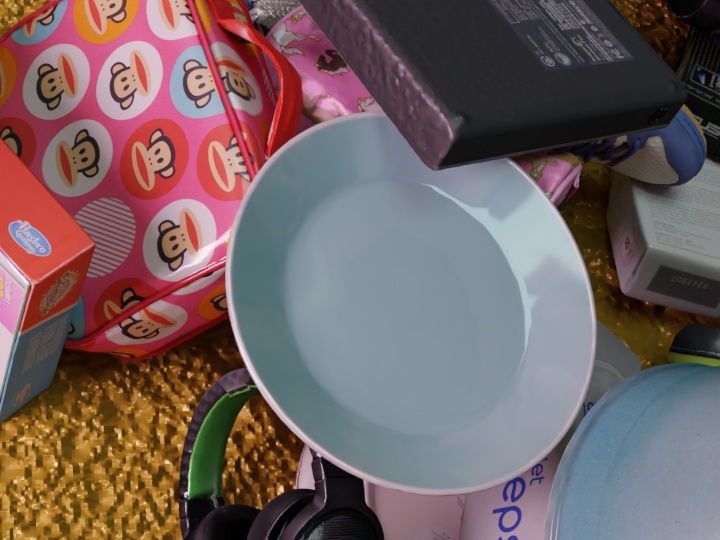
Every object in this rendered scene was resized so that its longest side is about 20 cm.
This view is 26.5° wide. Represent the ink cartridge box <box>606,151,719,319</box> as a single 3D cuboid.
[{"bbox_3d":[0.243,-0.046,1.033,0.160,0.057,0.201,14,37,-12],"label":"ink cartridge box"}]

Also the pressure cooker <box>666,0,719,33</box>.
[{"bbox_3d":[0.315,-0.232,1.010,0.197,0.180,0.177,7,37,-7],"label":"pressure cooker"}]

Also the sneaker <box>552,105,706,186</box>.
[{"bbox_3d":[0.120,-0.091,0.939,0.198,0.075,0.089,27,56,-10],"label":"sneaker"}]

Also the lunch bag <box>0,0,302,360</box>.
[{"bbox_3d":[-0.108,-0.069,0.822,0.082,0.175,0.202,21,46,-59],"label":"lunch bag"}]

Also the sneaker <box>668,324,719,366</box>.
[{"bbox_3d":[0.268,0.095,0.947,0.198,0.072,0.084,17,85,-12],"label":"sneaker"}]

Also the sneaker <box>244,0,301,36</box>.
[{"bbox_3d":[-0.077,-0.168,0.964,0.085,0.077,0.200,-30,66,-25],"label":"sneaker"}]

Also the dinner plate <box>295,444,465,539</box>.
[{"bbox_3d":[0.060,0.135,0.857,0.197,0.024,0.202,9,58,-15],"label":"dinner plate"}]

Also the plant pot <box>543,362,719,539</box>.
[{"bbox_3d":[0.219,0.135,0.705,0.198,0.187,0.203,6,78,-32],"label":"plant pot"}]

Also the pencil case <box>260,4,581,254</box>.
[{"bbox_3d":[0.025,-0.073,0.863,0.199,0.083,0.086,31,14,12],"label":"pencil case"}]

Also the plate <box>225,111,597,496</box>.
[{"bbox_3d":[0.025,0.016,0.761,0.198,0.026,0.203,9,65,-19],"label":"plate"}]

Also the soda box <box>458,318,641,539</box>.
[{"bbox_3d":[0.100,0.123,0.811,0.063,0.068,0.202,39,48,-35],"label":"soda box"}]

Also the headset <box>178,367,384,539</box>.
[{"bbox_3d":[-0.032,0.149,0.766,0.093,0.123,0.203,5,72,-41],"label":"headset"}]

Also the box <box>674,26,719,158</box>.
[{"bbox_3d":[0.319,-0.129,1.076,0.191,0.048,0.201,25,47,4],"label":"box"}]

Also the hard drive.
[{"bbox_3d":[0.075,-0.126,0.839,0.198,0.033,0.140,-13,58,-42],"label":"hard drive"}]

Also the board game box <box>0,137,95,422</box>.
[{"bbox_3d":[-0.224,-0.036,0.773,0.200,0.153,0.040,47,56,9],"label":"board game box"}]
